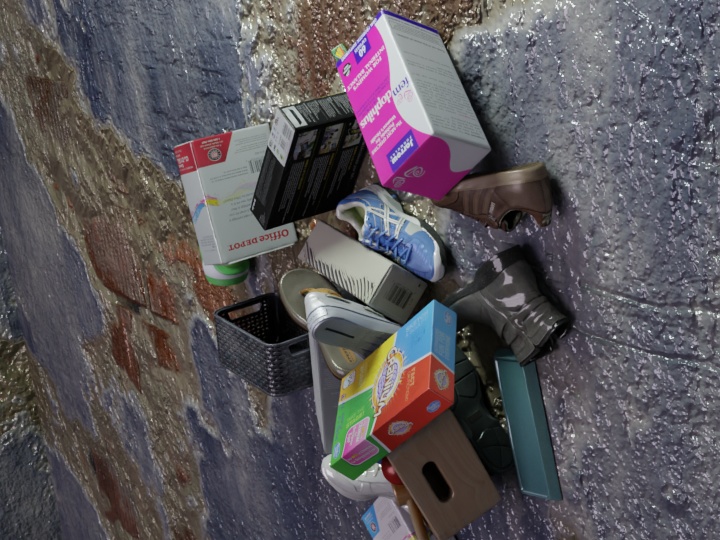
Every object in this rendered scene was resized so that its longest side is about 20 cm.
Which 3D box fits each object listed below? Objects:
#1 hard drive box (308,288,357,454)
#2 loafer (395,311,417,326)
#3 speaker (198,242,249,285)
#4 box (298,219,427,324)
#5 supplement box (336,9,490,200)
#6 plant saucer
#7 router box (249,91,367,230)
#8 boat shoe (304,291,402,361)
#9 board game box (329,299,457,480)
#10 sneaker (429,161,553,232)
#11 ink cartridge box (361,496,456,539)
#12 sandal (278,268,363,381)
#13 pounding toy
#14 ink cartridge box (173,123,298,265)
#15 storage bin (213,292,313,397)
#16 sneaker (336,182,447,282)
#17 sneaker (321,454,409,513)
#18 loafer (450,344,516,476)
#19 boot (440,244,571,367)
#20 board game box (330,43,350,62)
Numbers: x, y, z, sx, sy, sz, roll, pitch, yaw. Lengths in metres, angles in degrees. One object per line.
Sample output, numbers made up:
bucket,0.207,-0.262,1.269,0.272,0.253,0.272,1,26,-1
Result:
hard drive box,-0.033,0.148,1.713,0.156,0.076,0.202,-110,16,-68
loafer,0.042,0.137,1.656,0.076,0.067,0.201,51,142,30
speaker,-0.238,-0.079,1.968,0.088,0.088,0.202,29,128,48
box,0.000,0.000,1.613,0.200,0.082,0.069,32,91,53
supplement box,0.061,-0.199,1.370,0.101,0.103,0.201,-44,53,34
plant saucer,0.214,0.201,1.471,0.070,0.019,0.202,0,106,57
router box,-0.066,-0.155,1.606,0.051,0.148,0.201,53,143,26
boat shoe,0.008,0.075,1.520,0.073,0.199,0.067,-41,44,21
board game box,0.042,0.151,1.432,0.200,0.040,0.154,-44,25,35
sneaker,0.153,-0.080,1.378,0.199,0.070,0.076,-5,102,58
ink cartridge box,0.092,0.428,1.720,0.201,0.067,0.115,59,146,21
sandal,-0.047,0.067,1.583,0.055,0.081,0.201,92,153,-54
pounding toy,0.084,0.278,1.507,0.201,0.142,0.184,59,172,-19
ink cartridge box,-0.201,-0.121,1.834,0.083,0.145,0.202,-4,102,58
storage bin,-0.139,0.119,1.862,0.199,0.134,0.095,22,123,51
sneaker,0.043,-0.044,1.560,0.200,0.077,0.076,41,135,38
sneaker,0.043,0.292,1.656,0.075,0.198,0.100,-83,11,-54
loafer,0.136,0.189,1.539,0.201,0.071,0.063,62,153,13
boot,0.174,0.068,1.425,0.131,0.067,0.200,60,147,14
board game box,0.036,-0.200,1.480,0.023,0.105,0.201,-34,72,15
